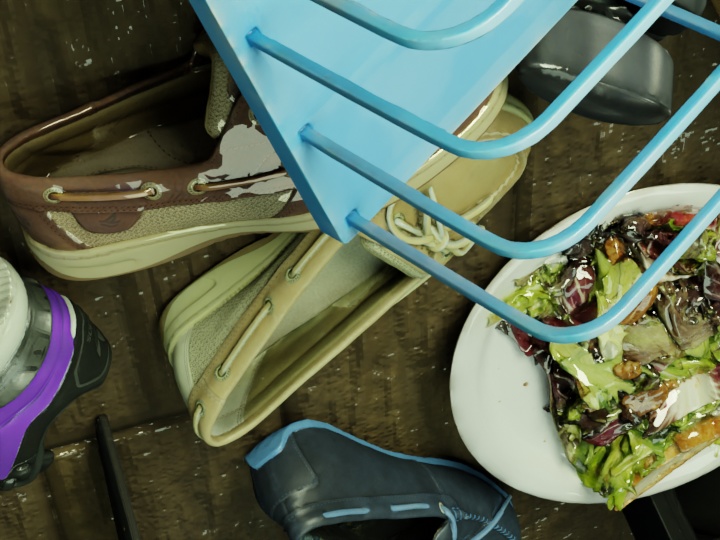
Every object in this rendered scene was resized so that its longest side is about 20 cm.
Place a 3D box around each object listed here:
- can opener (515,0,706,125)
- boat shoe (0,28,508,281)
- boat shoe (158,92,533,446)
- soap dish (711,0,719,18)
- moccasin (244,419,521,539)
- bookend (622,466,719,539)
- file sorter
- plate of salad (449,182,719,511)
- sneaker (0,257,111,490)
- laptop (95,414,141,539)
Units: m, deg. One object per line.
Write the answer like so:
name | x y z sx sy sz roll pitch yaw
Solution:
can opener | 0.050 -0.121 0.698 0.200 0.079 0.063 23 134 -33
boat shoe | -0.043 -0.058 0.726 0.200 0.072 0.072 -16 146 3
boat shoe | -0.002 0.000 0.822 0.200 0.063 0.073 -35 142 18
soap dish | 0.241 -0.133 0.760 0.200 0.081 0.157 -29 144 12
moccasin | 0.014 0.140 1.006 0.200 0.068 0.080 19 128 -42
bookend | 0.262 0.146 1.029 0.198 0.200 0.092 -18 144 -4
file sorter | 0.039 -0.094 0.563 0.139 0.123 0.200 -46 141 -14
plate of salad | 0.142 0.046 0.939 0.200 0.048 0.200 -8 128 -10
sneaker | -0.185 0.078 0.826 0.200 0.070 0.099 -37 144 21
laptop | -0.045 0.185 0.934 0.116 0.188 0.200 -14 143 -10
